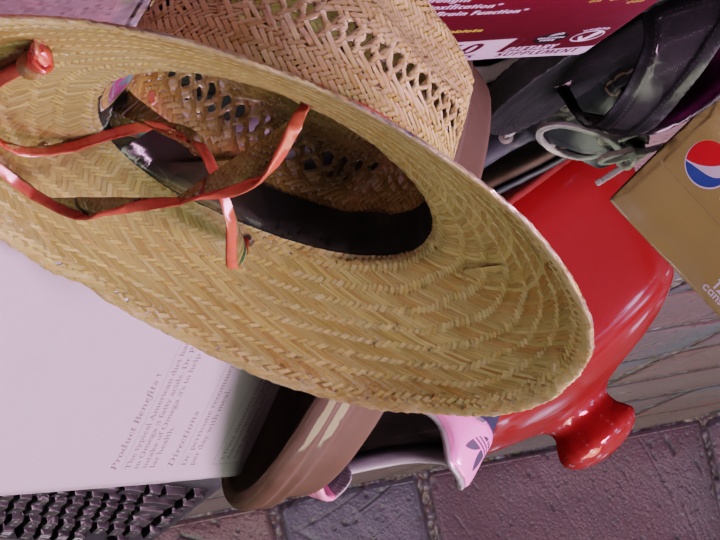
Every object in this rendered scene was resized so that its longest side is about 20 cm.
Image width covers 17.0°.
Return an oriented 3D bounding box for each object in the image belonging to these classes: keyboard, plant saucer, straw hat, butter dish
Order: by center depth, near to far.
[{"bbox_3d":[-0.019,-0.045,0.657,0.201,0.085,0.201,18,155,9],"label":"straw hat"},{"bbox_3d":[0.000,0.000,0.910,0.029,0.200,0.200,22,161,-11],"label":"plant saucer"},{"bbox_3d":[-0.164,0.095,0.944,0.200,0.021,0.127,11,149,-38],"label":"keyboard"},{"bbox_3d":[0.074,0.029,1.150,0.200,0.148,0.199,-37,180,-17],"label":"butter dish"}]

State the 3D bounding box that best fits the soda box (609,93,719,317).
[{"bbox_3d":[0.175,-0.046,1.005,0.064,0.068,0.200,-46,173,27],"label":"soda box"}]

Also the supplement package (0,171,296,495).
[{"bbox_3d":[-0.116,-0.001,0.825,0.117,0.117,0.200,33,-165,29],"label":"supplement package"}]

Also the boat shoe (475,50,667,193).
[{"bbox_3d":[0.090,-0.067,0.997,0.200,0.062,0.075,-18,170,34],"label":"boat shoe"}]

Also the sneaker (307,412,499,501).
[{"bbox_3d":[-0.037,0.057,1.015,0.200,0.082,0.070,-6,142,18],"label":"sneaker"}]

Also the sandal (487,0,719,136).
[{"bbox_3d":[0.126,-0.088,0.878,0.200,0.048,0.075,-29,170,31],"label":"sandal"}]

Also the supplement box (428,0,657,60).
[{"bbox_3d":[0.058,-0.116,0.678,0.109,0.061,0.200,-7,168,-24],"label":"supplement box"}]
